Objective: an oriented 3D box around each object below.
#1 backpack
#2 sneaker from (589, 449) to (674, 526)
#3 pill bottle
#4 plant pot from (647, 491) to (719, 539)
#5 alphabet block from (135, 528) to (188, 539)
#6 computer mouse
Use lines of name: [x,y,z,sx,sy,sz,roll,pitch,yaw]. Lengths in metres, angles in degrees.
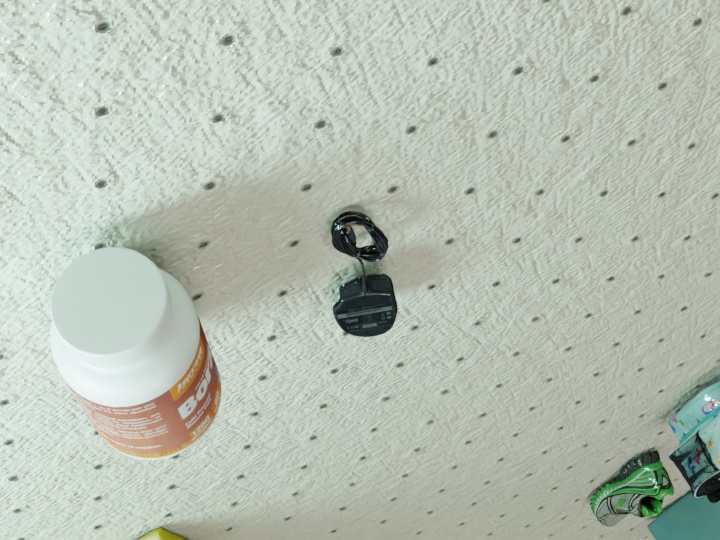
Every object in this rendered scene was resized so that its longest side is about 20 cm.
backpack: [0.561,0.229,2.118,0.176,0.151,0.200,-16,161,-27]
sneaker: [0.441,0.375,2.372,0.078,0.086,0.200,-14,154,-26]
pill bottle: [-0.172,0.063,1.109,0.111,0.113,0.200,-23,156,-7]
plant pot: [0.681,0.475,2.751,0.141,0.142,0.200,0,138,-44]
alphabet block: [-0.253,0.441,1.690,0.199,0.196,0.196,-27,158,5]
computer mouse: [0.000,0.000,1.263,0.058,0.034,0.200,-8,149,0]
